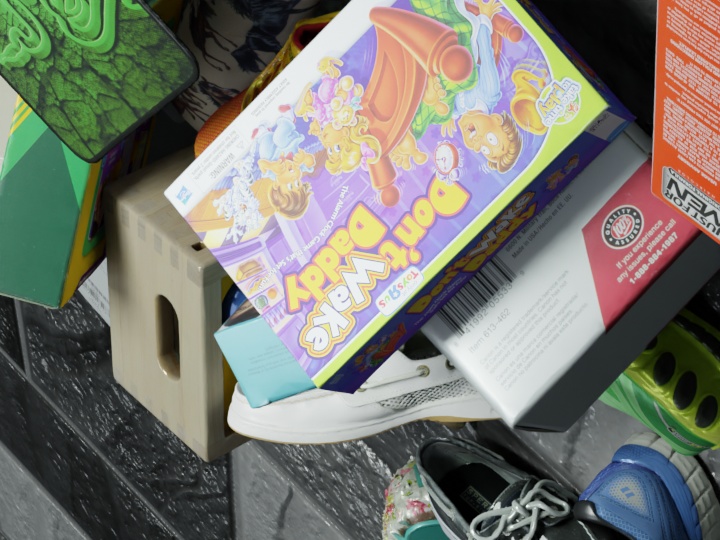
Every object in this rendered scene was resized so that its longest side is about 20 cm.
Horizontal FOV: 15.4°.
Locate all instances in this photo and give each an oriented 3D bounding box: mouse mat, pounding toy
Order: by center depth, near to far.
[{"bbox_3d":[-0.172,-0.138,1.441,0.161,0.008,0.200,47,153,-7],"label":"mouse mat"},{"bbox_3d":[-0.042,0.025,1.651,0.142,0.184,0.201,38,142,36],"label":"pounding toy"}]

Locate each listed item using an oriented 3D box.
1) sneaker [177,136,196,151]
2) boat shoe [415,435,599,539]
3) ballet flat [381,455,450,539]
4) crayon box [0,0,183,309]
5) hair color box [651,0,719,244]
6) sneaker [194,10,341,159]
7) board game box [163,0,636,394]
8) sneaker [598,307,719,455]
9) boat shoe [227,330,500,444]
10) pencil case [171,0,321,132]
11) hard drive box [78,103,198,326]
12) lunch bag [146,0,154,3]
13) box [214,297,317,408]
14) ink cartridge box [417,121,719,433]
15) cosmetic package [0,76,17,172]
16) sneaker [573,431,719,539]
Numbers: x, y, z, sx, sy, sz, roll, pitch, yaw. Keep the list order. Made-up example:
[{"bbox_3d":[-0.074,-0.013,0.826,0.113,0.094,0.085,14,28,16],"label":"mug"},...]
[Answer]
[{"bbox_3d":[-0.073,0.002,1.796,0.201,0.079,0.095,61,167,-7],"label":"sneaker"},{"bbox_3d":[0.104,0.160,1.648,0.199,0.074,0.068,42,168,49],"label":"boat shoe"},{"bbox_3d":[0.045,0.200,1.835,0.201,0.075,0.064,96,166,-49],"label":"ballet flat"},{"bbox_3d":[-0.169,-0.089,1.639,0.058,0.200,0.173,15,107,4],"label":"crayon box"},{"bbox_3d":[0.180,-0.112,1.134,0.061,0.101,0.201,40,152,32],"label":"hair color box"},{"bbox_3d":[-0.027,-0.109,1.490,0.199,0.073,0.077,-26,133,38],"label":"sneaker"},{"bbox_3d":[0.017,-0.056,1.311,0.135,0.200,0.045,50,-166,20],"label":"board game box"},{"bbox_3d":[0.126,0.026,1.437,0.200,0.074,0.084,49,151,15],"label":"sneaker"},{"bbox_3d":[0.016,0.053,1.572,0.071,0.199,0.070,-98,-1,-65],"label":"boat shoe"},{"bbox_3d":[-0.062,-0.159,1.549,0.077,0.090,0.200,11,152,-10],"label":"pencil case"},{"bbox_3d":[-0.186,-0.074,1.895,0.156,0.077,0.200,47,155,20],"label":"hard drive box"},{"bbox_3d":[-0.129,-0.235,1.454,0.121,0.171,0.200,21,161,-18],"label":"lunch bag"},{"bbox_3d":[0.000,0.000,1.475,0.082,0.200,0.049,-18,108,30],"label":"box"},{"bbox_3d":[0.073,-0.039,1.356,0.200,0.146,0.083,48,-167,20],"label":"ink cartridge box"},{"bbox_3d":[-0.218,-0.128,1.729,0.073,0.201,0.104,17,148,6],"label":"cosmetic package"},{"bbox_3d":[0.182,0.197,1.527,0.201,0.089,0.078,60,157,-8],"label":"sneaker"}]
